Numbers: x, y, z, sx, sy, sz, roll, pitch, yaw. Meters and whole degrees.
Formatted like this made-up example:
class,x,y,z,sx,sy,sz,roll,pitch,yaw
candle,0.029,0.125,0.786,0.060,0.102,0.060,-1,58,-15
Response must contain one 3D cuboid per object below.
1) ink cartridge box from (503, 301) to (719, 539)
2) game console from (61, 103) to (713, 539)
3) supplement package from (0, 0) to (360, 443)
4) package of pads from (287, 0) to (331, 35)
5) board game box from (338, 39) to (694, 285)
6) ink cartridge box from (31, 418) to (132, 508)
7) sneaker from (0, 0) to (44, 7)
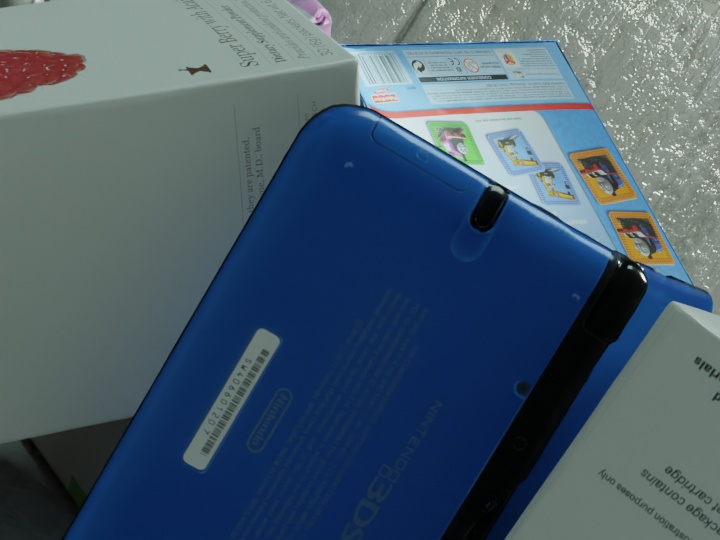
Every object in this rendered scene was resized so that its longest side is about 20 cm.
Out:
class,x,y,z,sx,sy,sz,roll,pitch,yaw
ink cartridge box,0.089,0.117,0.594,0.084,0.200,0.146,37,10,20
game console,0.012,0.062,0.641,0.171,0.200,0.118,30,7,-6
supplement package,-0.111,-0.022,0.657,0.200,0.120,0.121,-11,27,-18
package of pads,-0.077,-0.103,1.110,0.121,0.076,0.200,46,-27,27
board game box,0.077,-0.020,0.879,0.151,0.037,0.200,-7,60,-40
ink cartridge box,-0.022,0.087,0.777,0.200,0.084,0.145,24,11,-39
sneaker,-0.246,-0.151,0.894,0.200,0.076,0.080,23,26,14
